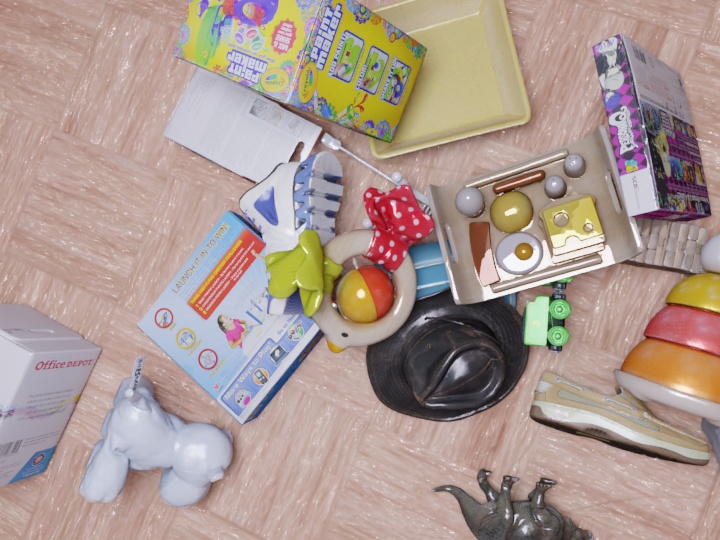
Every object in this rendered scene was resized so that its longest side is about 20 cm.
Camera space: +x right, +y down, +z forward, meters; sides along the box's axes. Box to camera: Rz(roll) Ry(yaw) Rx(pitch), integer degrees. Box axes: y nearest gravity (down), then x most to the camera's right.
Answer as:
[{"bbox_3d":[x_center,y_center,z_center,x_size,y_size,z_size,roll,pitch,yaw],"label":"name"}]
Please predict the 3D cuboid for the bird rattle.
[{"bbox_3d":[0.000,0.000,0.692,0.200,0.113,0.163,-26,110,-25],"label":"bird rattle"}]

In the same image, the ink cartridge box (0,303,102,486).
[{"bbox_3d":[-0.481,0.162,0.833,0.146,0.147,0.200,26,90,12],"label":"ink cartridge box"}]

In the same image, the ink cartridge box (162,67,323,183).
[{"bbox_3d":[-0.154,-0.183,0.845,0.200,0.050,0.109,28,91,10],"label":"ink cartridge box"}]

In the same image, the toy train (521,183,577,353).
[{"bbox_3d":[0.215,-0.007,0.714,0.056,0.042,0.201,3,86,22],"label":"toy train"}]

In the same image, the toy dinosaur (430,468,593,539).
[{"bbox_3d":[0.181,0.294,0.734,0.199,0.077,0.103,5,80,8],"label":"toy dinosaur"}]

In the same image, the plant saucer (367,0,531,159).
[{"bbox_3d":[0.097,-0.250,0.799,0.199,0.048,0.200,-12,80,9],"label":"plant saucer"}]

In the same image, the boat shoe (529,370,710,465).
[{"bbox_3d":[0.304,0.166,0.728,0.200,0.072,0.076,16,73,10],"label":"boat shoe"}]

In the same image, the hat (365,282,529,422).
[{"bbox_3d":[0.108,0.118,0.726,0.200,0.081,0.201,-1,113,-3],"label":"hat"}]

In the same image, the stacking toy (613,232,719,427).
[{"bbox_3d":[0.368,0.054,0.663,0.146,0.146,0.200,17,91,11],"label":"stacking toy"}]

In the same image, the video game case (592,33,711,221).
[{"bbox_3d":[0.325,-0.146,0.684,0.036,0.200,0.182,-15,82,41],"label":"video game case"}]

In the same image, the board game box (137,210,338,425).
[{"bbox_3d":[-0.156,0.060,0.824,0.196,0.056,0.200,40,94,11],"label":"board game box"}]

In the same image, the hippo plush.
[{"bbox_3d":[-0.246,0.214,0.808,0.161,0.159,0.200,24,107,-18],"label":"hippo plush"}]

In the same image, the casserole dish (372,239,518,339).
[{"bbox_3d":[0.104,0.026,0.757,0.199,0.039,0.121,-11,107,2],"label":"casserole dish"}]

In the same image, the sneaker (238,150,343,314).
[{"bbox_3d":[-0.092,-0.046,0.766,0.115,0.080,0.200,8,87,36],"label":"sneaker"}]

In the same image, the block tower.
[{"bbox_3d":[0.305,-0.038,0.745,0.200,0.054,0.058,12,89,11],"label":"block tower"}]

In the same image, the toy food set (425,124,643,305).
[{"bbox_3d":[0.182,-0.058,0.675,0.200,0.060,0.144,-17,77,19],"label":"toy food set"}]

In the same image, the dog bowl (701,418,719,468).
[{"bbox_3d":[0.493,0.195,0.691,0.200,0.059,0.201,-1,86,11],"label":"dog bowl"}]

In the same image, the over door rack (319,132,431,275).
[{"bbox_3d":[-0.009,-0.070,0.801,0.200,0.067,0.148,33,91,11],"label":"over door rack"}]

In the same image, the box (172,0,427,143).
[{"bbox_3d":[-0.068,-0.251,0.722,0.200,0.192,0.122,30,105,32],"label":"box"}]
